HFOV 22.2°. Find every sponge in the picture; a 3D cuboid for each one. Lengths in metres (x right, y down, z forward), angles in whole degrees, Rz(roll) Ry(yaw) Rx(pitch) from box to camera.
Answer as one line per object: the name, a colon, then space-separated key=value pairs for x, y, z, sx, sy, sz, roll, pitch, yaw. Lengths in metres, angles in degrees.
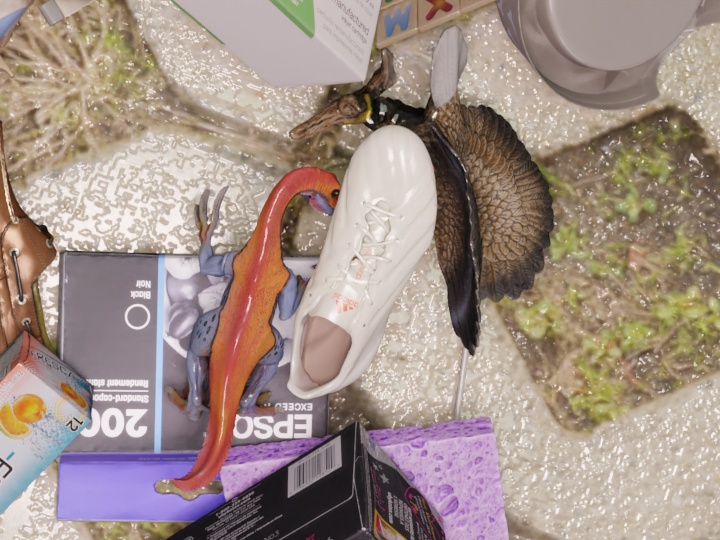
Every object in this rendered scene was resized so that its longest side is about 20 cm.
sponge: x=0.004 y=0.170 z=1.323 sx=0.199 sy=0.030 sz=0.112 roll=-7 pitch=115 yaw=2

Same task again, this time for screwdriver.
screwdriver: x=0.070 y=0.123 z=1.365 sx=0.028 sy=0.029 sz=0.201 roll=8 pitch=94 yaw=-8

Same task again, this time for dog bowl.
dog bowl: x=0.184 y=-0.219 z=1.327 sx=0.199 sy=0.059 sz=0.201 roll=-14 pitch=120 yaw=-25

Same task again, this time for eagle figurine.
eagle figurine: x=0.061 y=-0.059 z=1.320 sx=0.152 sy=0.151 sz=0.200 roll=-43 pitch=86 yaw=-16

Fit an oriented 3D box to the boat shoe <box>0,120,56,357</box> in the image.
boat shoe: x=-0.249 y=-0.014 z=1.302 sx=0.068 sy=0.072 sz=0.201 roll=-2 pitch=102 yaw=-9

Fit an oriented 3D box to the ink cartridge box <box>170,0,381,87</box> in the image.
ink cartridge box: x=-0.045 y=-0.247 z=1.257 sx=0.084 sy=0.145 sz=0.201 roll=-1 pitch=68 yaw=32

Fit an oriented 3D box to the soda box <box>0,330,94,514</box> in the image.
soda box: x=-0.274 y=0.139 z=1.271 sx=0.068 sy=0.064 sz=0.200 roll=42 pitch=101 yaw=-18

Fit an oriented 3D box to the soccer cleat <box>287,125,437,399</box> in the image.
soccer cleat: x=0.000 y=0.000 z=1.226 sx=0.069 sy=0.078 sz=0.201 roll=25 pitch=119 yaw=16

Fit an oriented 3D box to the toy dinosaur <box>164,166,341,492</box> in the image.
toy dinosaur: x=-0.061 y=0.025 z=1.246 sx=0.105 sy=0.200 sz=0.182 roll=12 pitch=125 yaw=-16

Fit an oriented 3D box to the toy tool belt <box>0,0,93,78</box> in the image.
toy tool belt: x=-0.282 y=-0.183 z=1.275 sx=0.200 sy=0.123 sz=0.125 roll=-34 pitch=98 yaw=-15

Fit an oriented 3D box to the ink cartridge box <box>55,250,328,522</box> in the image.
ink cartridge box: x=-0.121 y=0.087 z=1.333 sx=0.197 sy=0.043 sz=0.201 roll=1 pitch=92 yaw=-9

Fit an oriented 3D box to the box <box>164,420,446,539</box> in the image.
box: x=-0.047 y=0.222 z=1.259 sx=0.200 sy=0.132 sz=0.115 roll=-32 pitch=115 yaw=15

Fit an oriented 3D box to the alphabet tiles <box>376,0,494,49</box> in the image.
alphabet tiles: x=0.097 y=-0.250 z=1.274 sx=0.199 sy=0.168 sz=0.008 roll=-20 pitch=137 yaw=26
